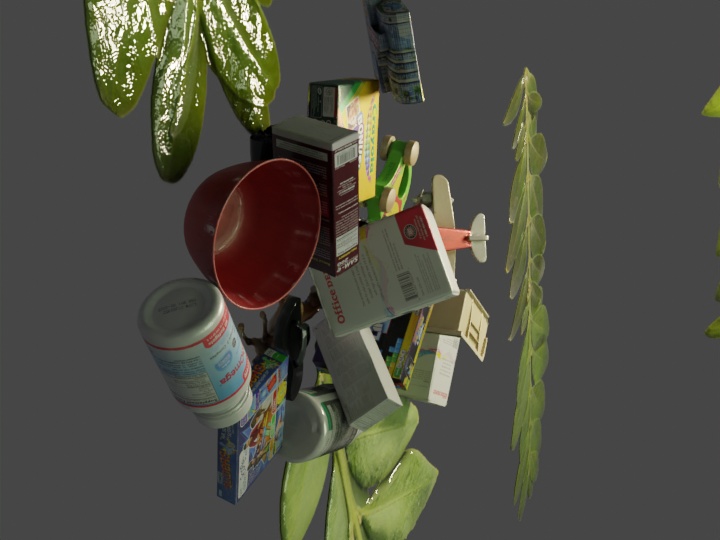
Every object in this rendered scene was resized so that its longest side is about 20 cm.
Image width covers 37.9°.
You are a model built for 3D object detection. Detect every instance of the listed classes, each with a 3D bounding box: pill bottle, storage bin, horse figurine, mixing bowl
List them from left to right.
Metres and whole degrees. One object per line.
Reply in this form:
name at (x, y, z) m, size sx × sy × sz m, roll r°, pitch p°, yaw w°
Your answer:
pill bottle at (-0.202, 0.111, 1.339) m, size 0.200 × 0.109 × 0.109 m, roll 74°, pitch 32°, yaw -46°
mixing bowl at (-0.156, -0.058, 1.363) m, size 0.200 × 0.108 × 0.200 m, roll -28°, pitch 127°, yaw -45°
horse figurine at (-0.125, 0.080, 1.596) m, size 0.200 × 0.050 × 0.133 m, roll -67°, pitch 149°, yaw -34°
pill bottle at (-0.067, 0.244, 1.710) m, size 0.200 × 0.113 × 0.113 m, roll 2°, pitch 96°, yaw -67°
storage bin at (0.129, 0.098, 2.019) m, size 0.199 × 0.200 × 0.094 m, roll 48°, pitch 51°, yaw -62°

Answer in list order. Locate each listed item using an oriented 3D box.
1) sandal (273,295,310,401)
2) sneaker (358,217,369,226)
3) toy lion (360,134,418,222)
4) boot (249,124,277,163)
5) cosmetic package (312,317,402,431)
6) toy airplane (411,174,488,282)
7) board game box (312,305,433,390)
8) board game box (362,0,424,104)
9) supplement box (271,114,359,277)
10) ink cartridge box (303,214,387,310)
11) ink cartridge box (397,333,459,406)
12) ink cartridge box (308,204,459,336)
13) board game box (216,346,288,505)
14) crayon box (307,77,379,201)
sandal at (-0.093, 0.113, 1.548) m, size 0.200 × 0.043 × 0.076 m, roll 89°, pitch 18°, yaw -45°
sneaker at (-0.010, -0.050, 1.779) m, size 0.200 × 0.085 × 0.078 m, roll 14°, pitch 85°, yaw -68°
toy lion at (0.050, -0.119, 1.938) m, size 0.192 × 0.069 × 0.200 m, roll 82°, pitch 28°, yaw -50°
boot at (-0.099, -0.128, 1.543) m, size 0.200 × 0.076 × 0.168 m, roll -16°, pitch 117°, yaw -59°
cosmetic package at (-0.007, 0.155, 1.710) m, size 0.051 × 0.083 × 0.200 m, roll 34°, pitch 26°, yaw -49°
toy airplane at (0.156, -0.062, 2.105) m, size 0.199 × 0.141 × 0.200 m, roll 47°, pitch 63°, yaw -23°
board game box at (0.027, 0.093, 1.812) m, size 0.057 × 0.165 × 0.200 m, roll 62°, pitch 42°, yaw -58°
board game box at (0.046, -0.394, 1.736) m, size 0.200 × 0.062 × 0.200 m, roll -105°, pitch -178°, yaw -64°
supplement box at (-0.060, -0.102, 1.441) m, size 0.061 × 0.109 × 0.200 m, roll -32°, pitch 133°, yaw -44°
ink cartridge box at (0.000, 0.000, 1.742) m, size 0.200 × 0.039 × 0.099 m, roll -46°, pitch 160°, yaw 8°
ink cartridge box at (0.147, 0.180, 2.241) m, size 0.148 × 0.086 × 0.200 m, roll 32°, pitch 70°, yaw -67°
ink cartridge box at (0.035, 0.002, 1.630) m, size 0.086 × 0.200 × 0.148 m, roll 6°, pitch 65°, yaw -75°
board game box at (-0.156, 0.226, 1.518) m, size 0.135 × 0.034 × 0.200 m, roll -49°, pitch 154°, yaw -46°
crayon box at (-0.027, -0.209, 1.712) m, size 0.173 × 0.058 × 0.200 m, roll -28°, pitch 123°, yaw -63°
